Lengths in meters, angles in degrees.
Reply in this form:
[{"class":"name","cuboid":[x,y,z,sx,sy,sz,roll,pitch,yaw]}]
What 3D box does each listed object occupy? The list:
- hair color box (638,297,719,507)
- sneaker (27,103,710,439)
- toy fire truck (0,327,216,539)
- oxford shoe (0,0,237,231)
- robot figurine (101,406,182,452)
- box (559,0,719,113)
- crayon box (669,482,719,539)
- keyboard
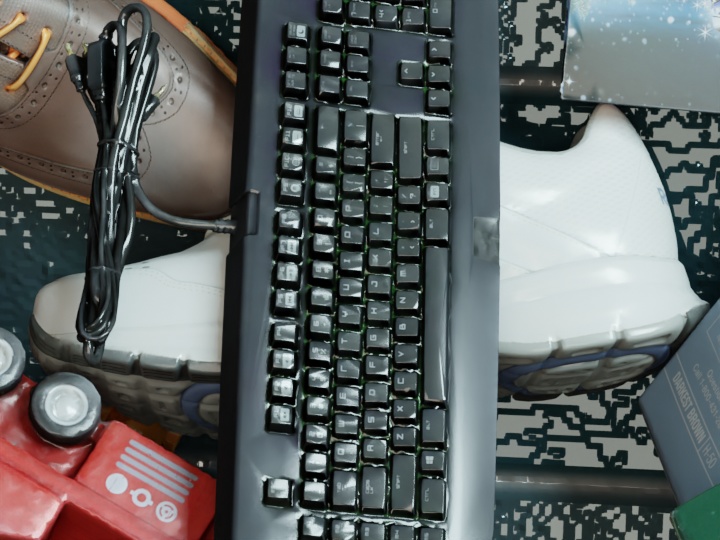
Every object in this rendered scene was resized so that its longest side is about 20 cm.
[{"class":"hair color box","cuboid":[0.178,0.000,0.711,0.099,0.061,0.200,22,119,-26]},{"class":"sneaker","cuboid":[0.000,0.000,0.767,0.200,0.075,0.087,-6,73,-9]},{"class":"toy fire truck","cuboid":[-0.121,0.089,0.714,0.200,0.049,0.141,31,62,1]},{"class":"oxford shoe","cuboid":[-0.116,-0.068,0.770,0.200,0.073,0.071,28,100,1]},{"class":"robot figurine","cuboid":[-0.143,0.105,0.761,0.145,0.058,0.200,29,63,1]},{"class":"box","cuboid":[0.163,-0.110,0.749,0.200,0.038,0.137,6,100,5]},{"class":"crayon box","cuboid":[0.208,0.101,0.720,0.172,0.058,0.200,-30,128,11]},{"class":"keyboard","cuboid":[-0.023,-0.013,0.723,0.127,0.021,0.200,3,65,-4]}]
